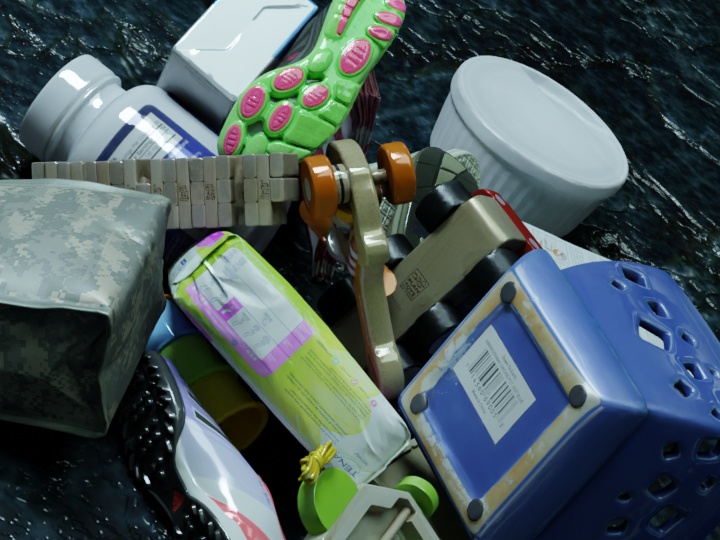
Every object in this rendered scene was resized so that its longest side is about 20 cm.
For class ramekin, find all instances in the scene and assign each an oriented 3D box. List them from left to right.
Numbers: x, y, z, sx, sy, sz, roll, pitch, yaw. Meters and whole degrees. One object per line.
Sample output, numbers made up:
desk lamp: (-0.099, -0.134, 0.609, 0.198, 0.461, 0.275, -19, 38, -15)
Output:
ramekin: (0.161, -0.116, 1.916, 0.202, 0.094, 0.203, 24, 32, -16)

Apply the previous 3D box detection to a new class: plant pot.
plant pot: (0.155, 0.111, 1.409, 0.179, 0.200, 0.200, 19, 31, -41)

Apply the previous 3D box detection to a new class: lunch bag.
lunch bag: (-0.245, 0.015, 1.302, 0.199, 0.118, 0.164, 10, 32, 4)

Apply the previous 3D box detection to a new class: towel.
towel: (-0.023, -0.109, 1.627, 0.023, 0.201, 0.144, 5, 39, -13)

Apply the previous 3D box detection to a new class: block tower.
block tower: (-0.148, -0.057, 1.420, 0.199, 0.054, 0.058, -2, 2, 11)

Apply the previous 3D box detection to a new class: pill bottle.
pill bottle: (-0.165, -0.075, 1.511, 0.200, 0.120, 0.120, 39, 30, 7)

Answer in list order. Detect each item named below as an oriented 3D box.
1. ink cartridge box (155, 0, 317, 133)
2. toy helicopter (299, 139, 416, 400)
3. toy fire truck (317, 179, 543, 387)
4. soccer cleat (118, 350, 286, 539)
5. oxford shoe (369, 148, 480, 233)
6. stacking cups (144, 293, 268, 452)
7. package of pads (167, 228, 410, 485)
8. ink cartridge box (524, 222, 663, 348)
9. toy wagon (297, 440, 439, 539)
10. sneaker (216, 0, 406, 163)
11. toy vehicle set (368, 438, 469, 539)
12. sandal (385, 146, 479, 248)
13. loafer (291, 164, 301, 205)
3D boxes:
ink cartridge box: (-0.116, -0.160, 1.586, 0.068, 0.200, 0.116, 40, 67, -2)
toy helicopter: (0.000, 0.000, 1.462, 0.079, 0.132, 0.201, -11, 91, -14)
toy fire truck: (0.091, 0.033, 1.578, 0.129, 0.176, 0.200, 53, 19, 20)
soccer cleat: (-0.105, 0.142, 1.319, 0.073, 0.068, 0.200, 2, 48, -43)
oxford shoe: (0.032, -0.071, 1.768, 0.058, 0.076, 0.200, 8, 19, 40)
stacking cups: (-0.146, 0.053, 1.422, 0.060, 0.061, 0.200, -3, 42, -46)
package of pads: (-0.054, 0.060, 1.374, 0.200, 0.068, 0.154, 48, -4, -7)
ink cartridge box: (0.211, 0.043, 1.761, 0.199, 0.057, 0.163, 18, 34, -15)
toy wagon: (0.011, 0.204, 1.283, 0.200, 0.039, 0.155, 57, 40, -14)
sneaker: (-0.036, -0.144, 1.495, 0.077, 0.084, 0.200, 42, 69, 0)
toy vehicle set: (0.090, 0.176, 1.500, 0.124, 0.027, 0.200, 44, 31, 15)
sandal: (0.050, -0.031, 1.706, 0.080, 0.057, 0.202, 37, 50, -21)
loafer: (-0.066, -0.099, 1.647, 0.073, 0.072, 0.200, 43, 9, -8)
